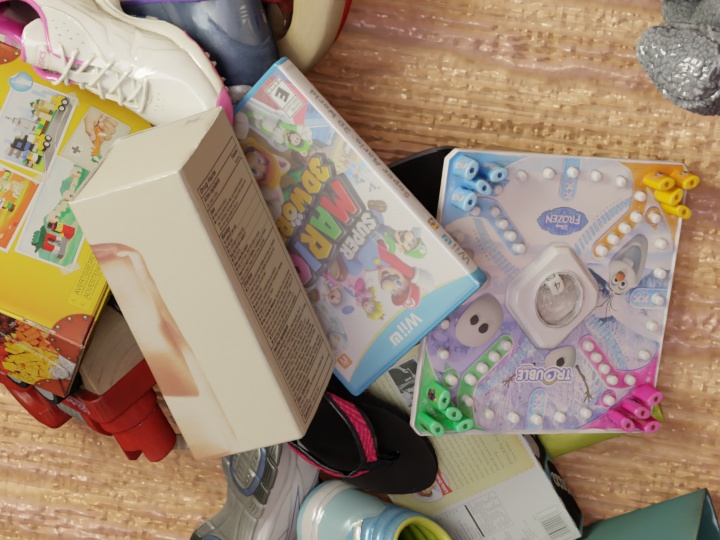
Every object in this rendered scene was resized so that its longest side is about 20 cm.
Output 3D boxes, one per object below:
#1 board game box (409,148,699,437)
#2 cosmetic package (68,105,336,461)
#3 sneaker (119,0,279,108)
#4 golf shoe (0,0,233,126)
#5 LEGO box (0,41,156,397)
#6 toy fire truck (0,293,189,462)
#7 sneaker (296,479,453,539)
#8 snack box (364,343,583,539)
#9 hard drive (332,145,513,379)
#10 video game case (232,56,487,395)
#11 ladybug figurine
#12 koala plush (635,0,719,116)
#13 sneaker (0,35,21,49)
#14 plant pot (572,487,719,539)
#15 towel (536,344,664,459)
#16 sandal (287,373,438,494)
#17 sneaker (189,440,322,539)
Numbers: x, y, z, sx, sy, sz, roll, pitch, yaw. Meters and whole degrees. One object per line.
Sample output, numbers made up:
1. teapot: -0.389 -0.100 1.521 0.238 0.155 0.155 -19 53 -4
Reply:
1. board game box: 0.139 0.021 1.381 0.198 0.026 0.202 1 103 -27
2. cosmetic package: -0.099 0.010 1.285 0.087 0.104 0.201 -14 113 22
3. sneaker: -0.138 -0.144 1.404 0.199 0.080 0.148 4 112 41
4. golf shoe: -0.174 -0.140 1.320 0.199 0.091 0.076 38 138 19
5. LEGO box: -0.226 -0.039 1.334 0.148 0.201 0.077 23 147 -5
6. toy fire truck: -0.182 0.086 1.463 0.129 0.175 0.201 -41 122 -23
7. sneaker: 0.028 0.258 1.451 0.130 0.079 0.202 8 122 46
8. snack box: 0.068 0.132 1.454 0.115 0.037 0.201 -26 107 17
9. hard drive: 0.000 0.000 1.423 0.199 0.042 0.136 -29 58 15
10. video game case: -0.027 -0.027 1.337 0.200 0.018 0.143 47 126 0
11. ladybug figurine: -0.051 -0.230 1.379 0.135 0.072 0.201 33 134 32
12. koala plush: 0.230 -0.222 1.331 0.200 0.183 0.178 43 107 21
13. sneaker: -0.230 -0.115 1.451 0.088 0.081 0.201 -27 97 15
14. plant pot: 0.173 0.269 1.437 0.198 0.141 0.143 -16 99 17
15. towel: 0.120 0.105 1.474 0.198 0.018 0.087 -20 103 12
16. sandal: -0.027 0.108 1.396 0.200 0.045 0.075 39 119 -24
17. sneaker: -0.070 0.189 1.488 0.075 0.087 0.201 45 126 34
